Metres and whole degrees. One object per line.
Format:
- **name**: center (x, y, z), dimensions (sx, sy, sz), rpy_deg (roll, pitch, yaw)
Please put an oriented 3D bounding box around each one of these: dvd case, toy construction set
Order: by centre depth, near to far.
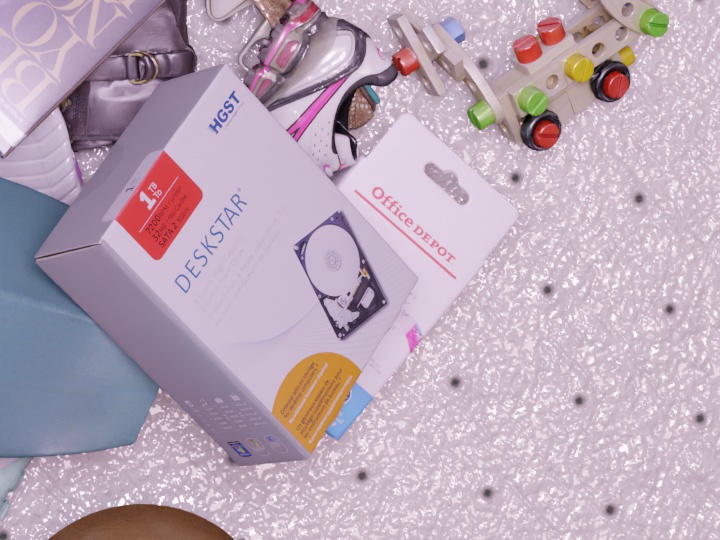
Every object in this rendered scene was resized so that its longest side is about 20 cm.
- **dvd case**: center (-0.208, -0.192, 1.535), dimensions (0.149, 0.016, 0.200), rpy_deg (45, 78, -5)
- **toy construction set**: center (0.123, -0.163, 1.658), dimensions (0.200, 0.092, 0.131), rpy_deg (-27, 124, -1)

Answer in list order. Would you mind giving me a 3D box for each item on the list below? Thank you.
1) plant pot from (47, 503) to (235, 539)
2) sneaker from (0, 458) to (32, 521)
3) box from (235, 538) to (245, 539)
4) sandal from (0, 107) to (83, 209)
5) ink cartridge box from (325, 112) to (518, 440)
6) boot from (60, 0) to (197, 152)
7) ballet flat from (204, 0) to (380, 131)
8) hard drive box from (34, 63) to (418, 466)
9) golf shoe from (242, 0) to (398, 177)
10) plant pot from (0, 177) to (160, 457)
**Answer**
- **plant pot**: center (-0.127, 0.251, 1.503), dimensions (0.186, 0.200, 0.187), rpy_deg (-1, 93, -11)
- **sneaker**: center (-0.261, 0.160, 1.624), dimensions (0.200, 0.074, 0.118), rpy_deg (-45, 141, -26)
- **box**: center (-0.155, 0.256, 1.639), dimensions (0.200, 0.078, 0.095), rpy_deg (-16, 97, -11)
- **sandal**: center (-0.217, -0.062, 1.601), dimensions (0.082, 0.050, 0.203), rpy_deg (-16, 121, 9)
- **ink cartridge box**: center (0.000, 0.000, 1.656), dimensions (0.115, 0.068, 0.200), rpy_deg (41, 86, -13)
- **boot**: center (-0.191, -0.164, 1.602), dimensions (0.199, 0.069, 0.175), rpy_deg (4, 105, -2)
- **ballet flat**: center (-0.064, -0.171, 1.630), dimensions (0.065, 0.071, 0.200), rpy_deg (-35, 99, 1)
- **hard drive box**: center (-0.080, -0.001, 1.516), dimensions (0.200, 0.077, 0.156), rpy_deg (46, 57, -25)
- **golf shoe**: center (-0.052, -0.078, 1.602), dimensions (0.092, 0.073, 0.200), rpy_deg (31, 119, -1)
- **plant pot**: center (-0.226, 0.031, 1.555), dimensions (0.200, 0.141, 0.142), rpy_deg (13, 123, -19)
